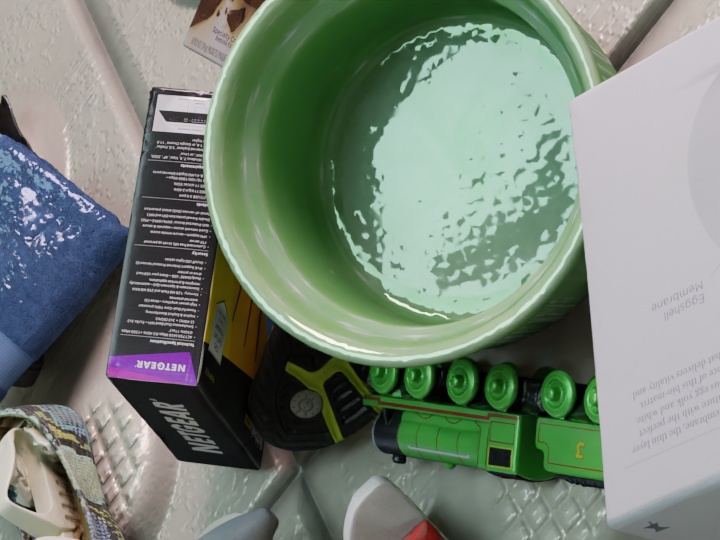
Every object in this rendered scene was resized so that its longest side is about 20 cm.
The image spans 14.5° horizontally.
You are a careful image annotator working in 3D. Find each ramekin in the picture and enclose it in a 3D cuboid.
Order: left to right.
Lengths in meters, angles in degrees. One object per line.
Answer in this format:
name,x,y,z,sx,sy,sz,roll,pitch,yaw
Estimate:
ramekin,0.035,-0.052,1.341,0.200,0.098,0.200,-2,86,22

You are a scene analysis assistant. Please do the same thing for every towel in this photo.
towel,-0.232,0.022,1.669,0.112,0.049,0.200,37,81,23

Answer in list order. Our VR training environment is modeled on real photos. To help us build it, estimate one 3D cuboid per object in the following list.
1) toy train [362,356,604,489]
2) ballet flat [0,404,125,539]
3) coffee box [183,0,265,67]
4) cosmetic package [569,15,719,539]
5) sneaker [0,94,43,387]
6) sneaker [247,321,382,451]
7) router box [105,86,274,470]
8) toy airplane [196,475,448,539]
toy train,0.070,0.072,1.354,0.200,0.042,0.056,4,89,52
ballet flat,-0.173,0.153,1.601,0.074,0.074,0.200,-52,41,24
coffee box,-0.004,-0.187,1.521,0.113,0.080,0.200,32,100,53
cosmetic package,0.201,-0.004,1.148,0.199,0.123,0.200,-28,53,42
sneaker,-0.224,-0.023,1.746,0.104,0.060,0.200,-60,35,21
sneaker,0.000,0.000,1.460,0.200,0.075,0.076,-65,15,6
router box,-0.078,0.009,1.450,0.051,0.200,0.149,6,76,9
toy airplane,-0.037,0.182,1.351,0.200,0.141,0.199,-32,42,48
